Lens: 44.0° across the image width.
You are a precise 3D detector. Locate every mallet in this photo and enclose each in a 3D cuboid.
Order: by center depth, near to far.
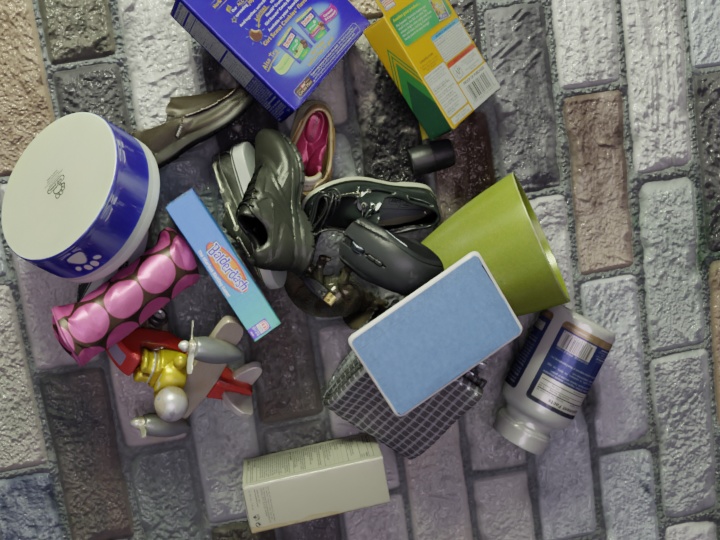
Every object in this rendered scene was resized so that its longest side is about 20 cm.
[{"bbox_3d":[0.090,-0.235,1.228,0.065,0.041,0.203,-7,96,-4],"label":"mallet"}]

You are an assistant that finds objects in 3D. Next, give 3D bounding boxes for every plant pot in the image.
[{"bbox_3d":[0.156,-0.004,1.214,0.198,0.187,0.189,-25,102,15],"label":"plant pot"}]

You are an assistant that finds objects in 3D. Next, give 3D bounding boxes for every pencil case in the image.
[{"bbox_3d":[-0.302,0.030,1.137,0.199,0.093,0.091,-37,144,-22],"label":"pencil case"}]

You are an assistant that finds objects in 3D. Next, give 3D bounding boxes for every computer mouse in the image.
[{"bbox_3d":[0.000,0.000,1.154,0.199,0.046,0.141,32,111,1],"label":"computer mouse"}]

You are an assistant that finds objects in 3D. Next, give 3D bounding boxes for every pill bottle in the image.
[{"bbox_3d":[0.270,0.154,1.271,0.110,0.111,0.202,26,95,-10],"label":"pill bottle"}]

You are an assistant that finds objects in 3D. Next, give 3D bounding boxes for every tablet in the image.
[{"bbox_3d":[0.096,0.082,1.124,0.199,0.014,0.131,-34,106,-1],"label":"tablet"}]

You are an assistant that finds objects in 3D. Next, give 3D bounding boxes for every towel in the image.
[{"bbox_3d":[0.059,0.159,1.219,0.164,0.086,0.200,33,130,-8],"label":"towel"}]

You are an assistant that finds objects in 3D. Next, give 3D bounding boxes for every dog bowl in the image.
[{"bbox_3d":[-0.352,-0.092,1.115,0.201,0.200,0.079,-52,144,3],"label":"dog bowl"}]

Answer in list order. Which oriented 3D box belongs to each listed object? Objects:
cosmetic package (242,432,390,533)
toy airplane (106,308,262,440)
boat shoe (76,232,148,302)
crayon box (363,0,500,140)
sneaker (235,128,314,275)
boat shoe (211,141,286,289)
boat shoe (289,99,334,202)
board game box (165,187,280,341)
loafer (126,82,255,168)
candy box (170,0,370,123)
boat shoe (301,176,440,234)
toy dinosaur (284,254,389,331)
[{"bbox_3d":[-0.064,0.297,1.259,0.197,0.104,0.074,-10,101,-4],"label":"cosmetic package"},{"bbox_3d":[-0.230,0.152,1.194,0.196,0.142,0.202,-7,123,11],"label":"toy airplane"},{"bbox_3d":[-0.347,0.011,1.200,0.071,0.067,0.203,8,104,-45],"label":"boat shoe"},{"bbox_3d":[0.089,-0.292,1.178,0.126,0.051,0.201,-42,105,-36],"label":"crayon box"},{"bbox_3d":[-0.117,-0.092,1.134,0.090,0.076,0.203,0,65,-29],"label":"sneaker"},{"bbox_3d":[-0.150,-0.068,1.201,0.063,0.071,0.203,-18,83,18],"label":"boat shoe"},{"bbox_3d":[-0.076,-0.129,1.205,0.073,0.069,0.203,7,100,-9],"label":"boat shoe"},{"bbox_3d":[-0.182,-0.013,1.170,0.045,0.152,0.201,-33,102,-6],"label":"board game box"},{"bbox_3d":[-0.226,-0.201,1.175,0.198,0.073,0.072,-32,101,-2],"label":"loafer"},{"bbox_3d":[-0.115,-0.322,1.142,0.200,0.077,0.170,44,70,-13],"label":"candy box"},{"bbox_3d":[0.020,-0.077,1.200,0.197,0.066,0.075,1,127,-26],"label":"boat shoe"},{"bbox_3d":[-0.049,0.028,1.229,0.197,0.077,0.104,11,104,-5],"label":"toy dinosaur"}]
